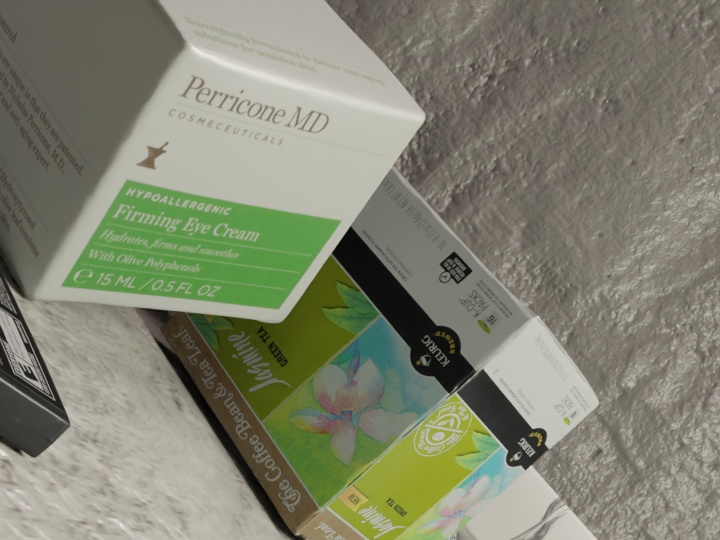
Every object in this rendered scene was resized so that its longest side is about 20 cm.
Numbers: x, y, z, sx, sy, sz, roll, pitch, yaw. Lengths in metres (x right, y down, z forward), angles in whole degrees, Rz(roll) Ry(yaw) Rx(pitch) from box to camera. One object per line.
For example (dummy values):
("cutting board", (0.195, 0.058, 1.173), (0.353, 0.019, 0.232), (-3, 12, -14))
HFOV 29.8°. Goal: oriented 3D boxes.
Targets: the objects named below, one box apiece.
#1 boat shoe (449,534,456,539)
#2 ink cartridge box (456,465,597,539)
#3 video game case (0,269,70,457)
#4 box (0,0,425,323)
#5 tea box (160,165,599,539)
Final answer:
("boat shoe", (0.000, 0.152, 1.044), (0.200, 0.073, 0.066), (51, -15, 31))
("ink cartridge box", (0.136, 0.248, 1.065), (0.200, 0.082, 0.147), (49, -23, 29))
("video game case", (-0.206, -0.034, 0.528), (0.181, 0.025, 0.200), (47, 3, -45))
("box", (-0.114, -0.099, 0.786), (0.198, 0.172, 0.200), (9, 34, -49))
("tea box", (0.010, 0.063, 0.894), (0.200, 0.197, 0.134), (48, 1, 39))
